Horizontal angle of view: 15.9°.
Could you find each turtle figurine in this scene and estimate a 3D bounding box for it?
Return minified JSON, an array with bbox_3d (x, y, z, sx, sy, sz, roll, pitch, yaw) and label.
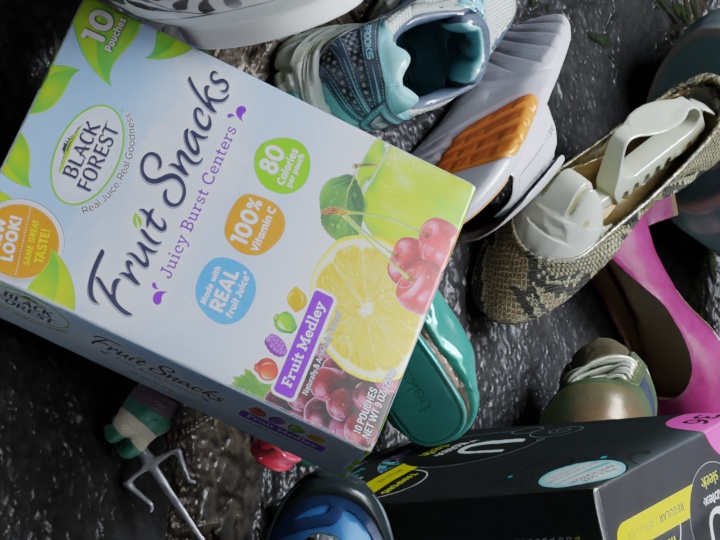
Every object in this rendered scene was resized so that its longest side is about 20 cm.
[{"bbox_3d":[-0.054,0.025,1.238,0.150,0.101,0.201,-22,96,-52],"label":"turtle figurine"}]

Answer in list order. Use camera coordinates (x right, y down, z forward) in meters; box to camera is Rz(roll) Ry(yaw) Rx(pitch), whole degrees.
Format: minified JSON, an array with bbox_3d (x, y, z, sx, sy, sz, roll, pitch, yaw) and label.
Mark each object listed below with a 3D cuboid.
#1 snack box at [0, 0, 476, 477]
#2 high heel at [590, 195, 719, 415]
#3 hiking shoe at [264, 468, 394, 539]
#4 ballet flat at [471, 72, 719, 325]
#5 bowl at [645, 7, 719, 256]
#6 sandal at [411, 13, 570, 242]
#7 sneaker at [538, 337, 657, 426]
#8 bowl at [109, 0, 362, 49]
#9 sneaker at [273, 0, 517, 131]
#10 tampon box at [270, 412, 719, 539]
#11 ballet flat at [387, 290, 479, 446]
[{"bbox_3d":[-0.065,-0.014,1.160,0.200,0.053,0.142,26,66,-7],"label":"snack box"},{"bbox_3d":[0.162,0.034,1.560,0.096,0.067,0.201,-21,97,-41],"label":"high heel"},{"bbox_3d":[-0.020,0.194,1.219,0.087,0.074,0.201,148,-51,-87],"label":"hiking shoe"},{"bbox_3d":[0.139,-0.051,1.476,0.200,0.068,0.075,-39,159,-22],"label":"ballet flat"},{"bbox_3d":[0.250,-0.088,1.604,0.105,0.201,0.201,8,77,-32],"label":"bowl"},{"bbox_3d":[0.082,-0.068,1.444,0.059,0.079,0.207,58,41,-25],"label":"sandal"},{"bbox_3d":[0.133,0.078,1.468,0.200,0.067,0.090,64,22,-66],"label":"sneaker"},{"bbox_3d":[-0.050,-0.159,1.171,0.201,0.200,0.094,-39,120,-49],"label":"bowl"},{"bbox_3d":[0.042,-0.117,1.392,0.200,0.086,0.078,-37,114,-49],"label":"sneaker"},{"bbox_3d":[0.084,0.153,1.309,0.150,0.200,0.127,-20,101,-53],"label":"tampon box"},{"bbox_3d":[0.000,0.000,1.342,0.200,0.067,0.070,60,15,-20],"label":"ballet flat"}]
